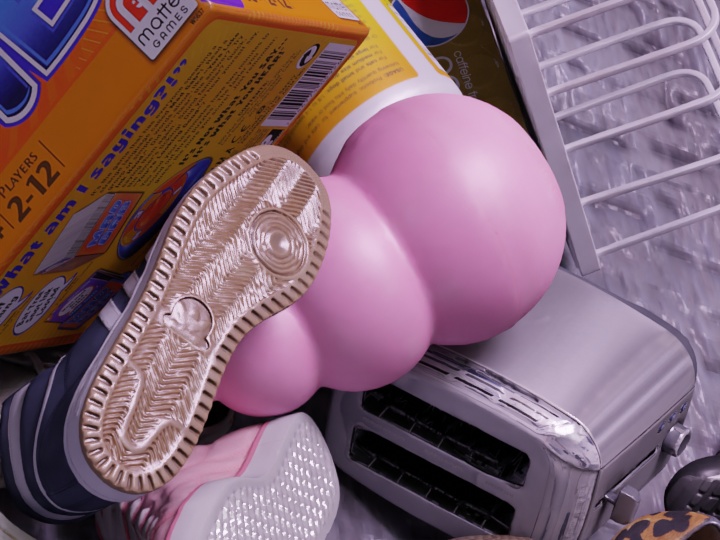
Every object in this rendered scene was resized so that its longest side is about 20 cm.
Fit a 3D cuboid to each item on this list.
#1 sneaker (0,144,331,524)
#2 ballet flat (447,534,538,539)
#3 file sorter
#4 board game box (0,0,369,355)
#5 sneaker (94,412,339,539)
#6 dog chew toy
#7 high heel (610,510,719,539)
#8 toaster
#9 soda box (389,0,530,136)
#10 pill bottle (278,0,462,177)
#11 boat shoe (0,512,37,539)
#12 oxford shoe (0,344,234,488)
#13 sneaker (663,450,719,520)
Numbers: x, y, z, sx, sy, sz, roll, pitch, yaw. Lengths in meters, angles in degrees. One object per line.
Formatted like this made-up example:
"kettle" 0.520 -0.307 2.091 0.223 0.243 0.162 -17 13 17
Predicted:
"sneaker" -0.092 0.030 1.071 0.070 0.108 0.200 41 53 -13
"ballet flat" 0.092 0.157 1.151 0.046 0.199 0.068 46 56 -47
"file sorter" 0.149 -0.127 1.407 0.200 0.124 0.139 68 5 -45
"board game box" -0.156 -0.103 1.057 0.200 0.200 0.200 45 15 11
"sneaker" -0.080 0.127 1.076 0.200 0.104 0.076 -52 124 -71
"dog chew toy" 0.000 0.000 1.153 0.199 0.125 0.125 -31 74 -13
"high heel" 0.119 0.208 1.151 0.071 0.143 0.200 33 40 -16
"toaster" 0.069 0.064 1.250 0.199 0.114 0.129 28 38 17
"soda box" 0.054 -0.110 1.433 0.067 0.064 0.201 -16 58 -2
"pill bottle" -0.015 -0.103 1.338 0.109 0.109 0.200 -11 56 -45
"boat shoe" -0.171 0.132 1.036 0.199 0.062 0.075 28 49 12
"oxford shoe" -0.142 0.062 1.136 0.199 0.058 0.075 2 55 -38
"sneaker" 0.234 0.119 1.402 0.199 0.076 0.088 6 40 -44
